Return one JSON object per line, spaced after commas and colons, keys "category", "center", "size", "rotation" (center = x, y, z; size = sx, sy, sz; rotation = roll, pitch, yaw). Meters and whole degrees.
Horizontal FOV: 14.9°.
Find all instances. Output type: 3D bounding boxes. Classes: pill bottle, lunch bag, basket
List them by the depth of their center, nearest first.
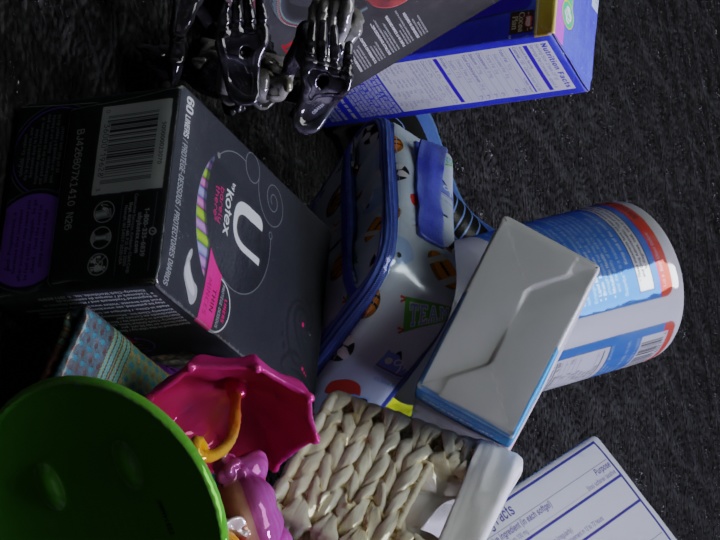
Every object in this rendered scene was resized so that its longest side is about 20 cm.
{"category": "basket", "center": [-0.005, 0.186, 1.611], "size": [0.136, 0.123, 0.201], "rotation": [-59, 173, -51]}
{"category": "lunch bag", "center": [0.000, 0.000, 1.698], "size": [0.075, 0.161, 0.200], "rotation": [26, 29, -17]}
{"category": "pill bottle", "center": [0.106, 0.026, 1.822], "size": [0.199, 0.112, 0.113], "rotation": [-13, 97, -32]}

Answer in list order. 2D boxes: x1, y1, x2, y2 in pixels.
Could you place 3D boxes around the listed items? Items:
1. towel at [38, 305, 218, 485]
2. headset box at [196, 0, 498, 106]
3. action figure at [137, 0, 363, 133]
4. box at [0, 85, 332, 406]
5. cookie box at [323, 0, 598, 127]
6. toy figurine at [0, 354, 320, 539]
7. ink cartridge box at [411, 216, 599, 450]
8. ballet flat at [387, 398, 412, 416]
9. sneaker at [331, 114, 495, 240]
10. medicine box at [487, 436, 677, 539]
{"category": "towel", "center": [-0.134, 0.123, 1.517], "size": [0.200, 0.022, 0.147], "rotation": [46, 62, -53]}
{"category": "headset box", "center": [-0.010, -0.201, 1.737], "size": [0.149, 0.199, 0.075], "rotation": [56, 6, -45]}
{"category": "action figure", "center": [-0.058, -0.137, 1.595], "size": [0.200, 0.118, 0.103], "rotation": [-148, -105, -74]}
{"category": "box", "center": [-0.106, -0.004, 1.553], "size": [0.200, 0.105, 0.123], "rotation": [43, 47, -56]}
{"category": "cookie box", "center": [0.057, -0.197, 1.851], "size": [0.075, 0.199, 0.172], "rotation": [48, 42, -52]}
{"category": "toy figurine", "center": [-0.080, 0.124, 1.445], "size": [0.184, 0.150, 0.201], "rotation": [-30, 99, -57]}
{"category": "ink cartridge box", "center": [0.084, 0.050, 1.669], "size": [0.116, 0.068, 0.200], "rotation": [-62, 175, -10]}
{"category": "ballet flat", "center": [0.021, 0.082, 1.886], "size": [0.200, 0.066, 0.067], "rotation": [-24, 127, -62]}
{"category": "sneaker", "center": [0.045, -0.029, 1.903], "size": [0.078, 0.070, 0.201], "rotation": [-18, 75, -56]}
{"category": "medicine box", "center": [0.139, 0.237, 1.806], "size": [0.200, 0.103, 0.182], "rotation": [52, 37, 10]}
